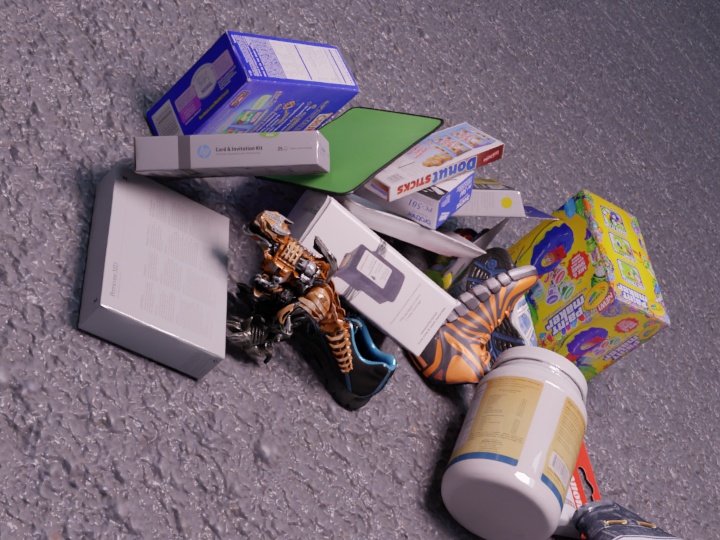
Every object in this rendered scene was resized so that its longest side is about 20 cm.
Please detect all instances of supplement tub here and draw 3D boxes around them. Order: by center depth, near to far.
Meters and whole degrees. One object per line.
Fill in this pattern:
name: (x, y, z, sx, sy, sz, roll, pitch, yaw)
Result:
supplement tub: (0.188, 0.206, 1.475, 0.144, 0.144, 0.202, 39, 50, -15)

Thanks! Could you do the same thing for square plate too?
square plate: (0.038, -0.065, 1.588, 0.196, 0.029, 0.200, 20, 7, -24)

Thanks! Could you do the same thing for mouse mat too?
mouse mat: (-0.013, -0.147, 1.493, 0.199, 0.159, 0.008, -37, 127, -36)

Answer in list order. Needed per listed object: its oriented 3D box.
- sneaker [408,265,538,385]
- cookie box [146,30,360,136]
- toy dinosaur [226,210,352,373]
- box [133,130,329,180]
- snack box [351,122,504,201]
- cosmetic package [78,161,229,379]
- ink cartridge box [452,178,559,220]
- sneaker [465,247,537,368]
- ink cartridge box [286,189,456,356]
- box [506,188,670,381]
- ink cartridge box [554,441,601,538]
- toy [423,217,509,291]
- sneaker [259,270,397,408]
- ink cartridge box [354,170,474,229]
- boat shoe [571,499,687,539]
sneaker: (0.158, 0.080, 1.593, 0.113, 0.198, 0.078, 60, -6, 5)
cookie box: (-0.128, -0.204, 1.503, 0.198, 0.171, 0.076, -4, 64, -51)
toy dinosaur: (-0.073, 0.034, 1.358, 0.202, 0.134, 0.102, 62, 19, -1)
box: (-0.137, -0.125, 1.365, 0.156, 0.196, 0.042, -25, 114, -87)
snack box: (0.084, -0.134, 1.510, 0.198, 0.025, 0.072, -23, 41, -37)
cosmetic package: (-0.215, -0.001, 1.321, 0.150, 0.052, 0.202, 29, 40, -31)
ink cartridge box: (0.152, -0.099, 1.670, 0.196, 0.048, 0.198, 0, 8, -3)
sneaker: (0.192, 0.068, 1.661, 0.077, 0.075, 0.203, 33, 47, -60)
ink cartridge box: (0.000, 0.000, 1.480, 0.199, 0.085, 0.145, 39, -3, -16)
box: (0.303, 0.033, 1.749, 0.121, 0.200, 0.195, 22, 42, -34)
ink cartridge box: (0.262, 0.265, 1.622, 0.198, 0.050, 0.164, 16, 48, -36)
toy: (0.131, -0.021, 1.686, 0.047, 0.116, 0.200, 39, 33, 7)
sneaker: (-0.036, 0.060, 1.442, 0.201, 0.082, 0.073, 49, 36, 0)
ink cartridge box: (0.034, -0.123, 1.548, 0.198, 0.045, 0.094, 25, 39, 24)
boat shoe: (0.354, 0.339, 1.570, 0.198, 0.071, 0.091, 20, 24, -41)
